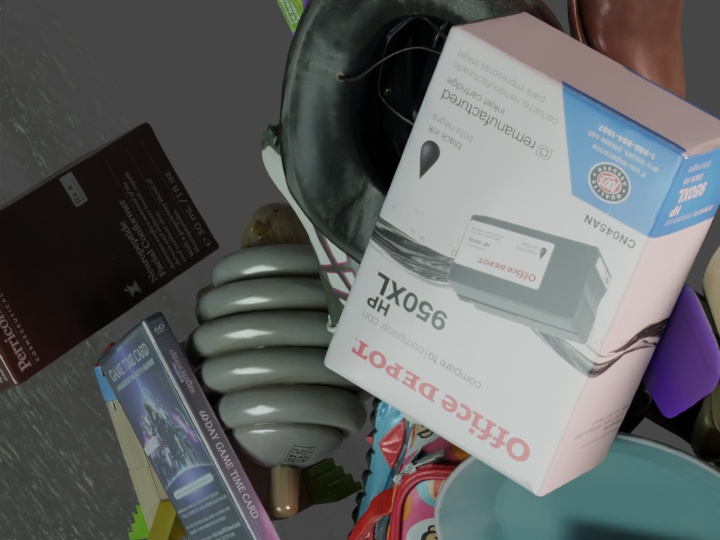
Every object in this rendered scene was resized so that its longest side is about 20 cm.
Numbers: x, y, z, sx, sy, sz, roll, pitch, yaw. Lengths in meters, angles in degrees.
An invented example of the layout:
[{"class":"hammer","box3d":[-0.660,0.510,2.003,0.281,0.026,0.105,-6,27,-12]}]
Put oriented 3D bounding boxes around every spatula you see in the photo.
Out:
[{"class":"spatula","box3d":[0.150,0.069,1.397,0.200,0.020,0.057,117,134,-64]}]

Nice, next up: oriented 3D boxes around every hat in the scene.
[{"class":"hat","box3d":[0.049,-0.091,1.421,0.199,0.081,0.202,10,114,23]}]

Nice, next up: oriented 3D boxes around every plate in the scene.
[{"class":"plate","box3d":[0.140,0.146,1.447,0.199,0.026,0.201,10,139,9]}]

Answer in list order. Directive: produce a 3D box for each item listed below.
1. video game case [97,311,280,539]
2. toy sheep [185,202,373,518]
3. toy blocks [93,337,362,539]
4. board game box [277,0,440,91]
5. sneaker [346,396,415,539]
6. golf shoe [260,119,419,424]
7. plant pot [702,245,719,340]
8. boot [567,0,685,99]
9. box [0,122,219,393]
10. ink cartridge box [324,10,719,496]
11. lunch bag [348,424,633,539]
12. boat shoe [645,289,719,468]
[{"class":"video game case","box3d":[-0.101,0.130,1.627,0.201,0.019,0.143,63,160,3]},{"class":"toy sheep","box3d":[-0.048,0.055,1.606,0.137,0.137,0.202,-20,70,49]},{"class":"toy blocks","box3d":[-0.101,0.102,1.742,0.199,0.100,0.138,-13,97,48]},{"class":"board game box","box3d":[0.031,-0.098,1.509,0.120,0.032,0.201,-15,106,44]},{"class":"sneaker","box3d":[0.051,0.142,1.621,0.095,0.079,0.201,27,134,25]},{"class":"golf shoe","box3d":[0.000,0.000,1.508,0.200,0.077,0.088,48,113,9]},{"class":"plant pot","box3d":[0.268,0.052,1.290,0.200,0.186,0.188,51,143,27]},{"class":"boot","box3d":[0.194,-0.159,1.287,0.199,0.064,0.187,-4,116,40]},{"class":"box","box3d":[-0.195,-0.006,1.659,0.075,0.200,0.101,-22,101,49]},{"class":"ink cartridge box","box3d":[0.086,-0.009,1.317,0.144,0.084,0.201,30,114,22]},{"class":"lunch bag","box3d":[0.079,0.175,1.563,0.175,0.082,0.201,7,128,3]},{"class":"boat shoe","box3d":[0.210,0.081,1.425,0.199,0.074,0.076,30,134,27]}]
